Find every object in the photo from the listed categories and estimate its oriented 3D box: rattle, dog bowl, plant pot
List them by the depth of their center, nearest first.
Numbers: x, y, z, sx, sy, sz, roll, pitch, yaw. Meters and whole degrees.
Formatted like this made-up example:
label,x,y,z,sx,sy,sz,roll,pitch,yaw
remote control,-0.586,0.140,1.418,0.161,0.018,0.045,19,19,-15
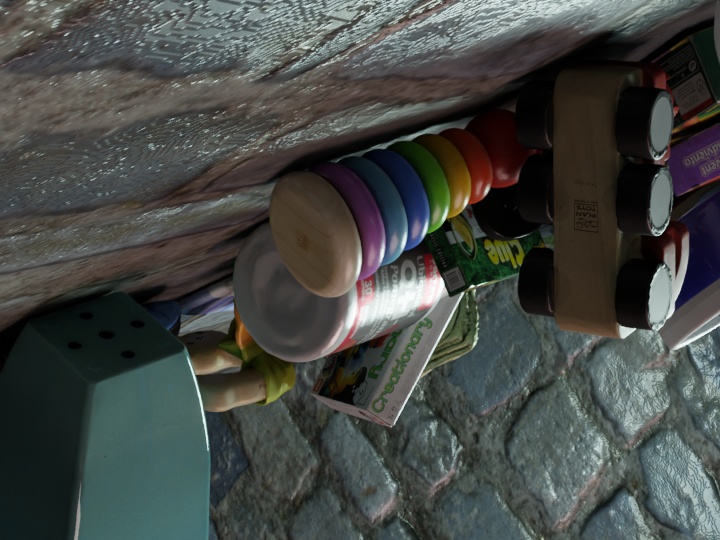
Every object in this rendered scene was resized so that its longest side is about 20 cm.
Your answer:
label,x,y,z,sx,sy,sz,roll,pitch,yaw
plant pot,-0.202,0.131,1.220,0.141,0.141,0.201,-19,133,-38
dog bowl,0.318,-0.020,1.302,0.199,0.079,0.200,-32,169,-7
rattle,-0.148,0.044,1.415,0.130,0.144,0.200,-30,-152,-20

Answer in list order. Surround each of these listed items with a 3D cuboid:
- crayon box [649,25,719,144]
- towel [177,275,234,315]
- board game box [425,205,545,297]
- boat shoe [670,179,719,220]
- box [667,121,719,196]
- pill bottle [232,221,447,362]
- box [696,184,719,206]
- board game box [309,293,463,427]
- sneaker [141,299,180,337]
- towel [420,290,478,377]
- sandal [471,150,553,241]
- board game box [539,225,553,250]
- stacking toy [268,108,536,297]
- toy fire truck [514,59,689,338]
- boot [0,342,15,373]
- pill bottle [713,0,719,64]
label,x,y,z,sx,sy,sz,roll,pitch,yaw
crayon box,0.288,-0.151,1.223,0.172,0.059,0.200,-21,175,-19
towel,-0.063,-0.002,1.479,0.199,0.024,0.147,-24,174,17
board game box,0.099,-0.040,1.306,0.023,0.105,0.200,-23,176,26
boat shoe,0.273,-0.088,1.335,0.200,0.063,0.071,-36,175,-30
box,0.333,-0.118,1.222,0.137,0.039,0.200,-29,175,39
pill bottle,0.000,0.000,1.253,0.110,0.111,0.200,-26,174,36
box,0.318,-0.094,1.475,0.200,0.041,0.156,-37,-154,32
board game box,0.037,0.037,1.403,0.201,0.035,0.126,-62,-157,-10
sneaker,-0.198,0.078,1.360,0.070,0.083,0.199,-15,171,-30
towel,0.047,0.026,1.500,0.148,0.201,0.036,-24,132,24
sandal,0.164,-0.087,1.317,0.200,0.075,0.045,-29,-178,-38
board game box,0.220,-0.059,1.432,0.200,0.062,0.200,-17,-151,54
stacking toy,0.040,-0.056,1.052,0.199,0.086,0.085,-25,177,-30
toy fire truck,0.180,-0.065,1.105,0.128,0.177,0.200,7,-161,32
boot,-0.351,0.127,1.297,0.199,0.069,0.188,-20,175,-17
pill bottle,0.271,-0.140,0.930,0.113,0.114,0.200,-24,176,20
